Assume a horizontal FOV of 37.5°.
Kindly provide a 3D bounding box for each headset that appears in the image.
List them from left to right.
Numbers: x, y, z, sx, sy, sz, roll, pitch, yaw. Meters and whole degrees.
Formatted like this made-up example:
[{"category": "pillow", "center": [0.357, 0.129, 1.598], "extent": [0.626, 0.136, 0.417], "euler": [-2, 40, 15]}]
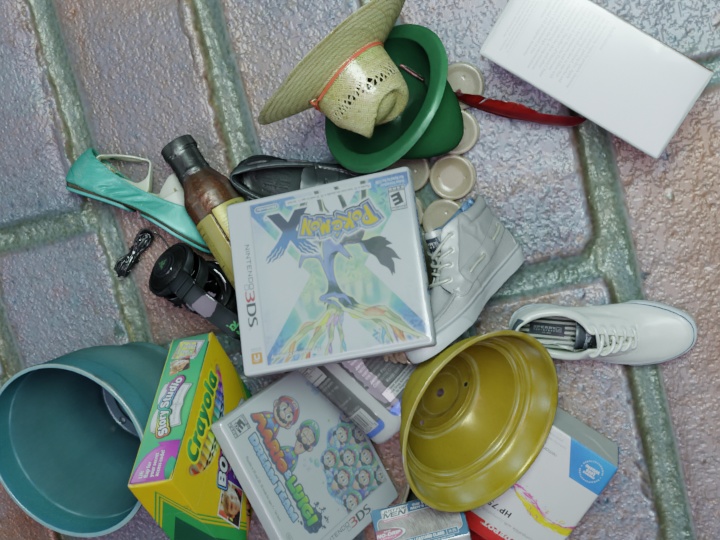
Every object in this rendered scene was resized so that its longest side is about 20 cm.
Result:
[{"category": "headset", "center": [-0.201, 0.022, 1.211], "extent": [0.200, 0.123, 0.094], "euler": [42, 93, 28]}]

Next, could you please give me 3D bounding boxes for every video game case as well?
[{"category": "video game case", "center": [-0.057, 0.216, 1.191], "extent": [0.024, 0.182, 0.200], "euler": [-22, 97, 44]}, {"category": "video game case", "center": [-0.033, 0.003, 1.070], "extent": [0.200, 0.022, 0.183], "euler": [-11, 77, 14]}]

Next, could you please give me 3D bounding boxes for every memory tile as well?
[{"category": "memory tile", "center": [0.054, -0.135, 1.166], "extent": [0.153, 0.017, 0.200], "euler": [8, 104, 11]}]

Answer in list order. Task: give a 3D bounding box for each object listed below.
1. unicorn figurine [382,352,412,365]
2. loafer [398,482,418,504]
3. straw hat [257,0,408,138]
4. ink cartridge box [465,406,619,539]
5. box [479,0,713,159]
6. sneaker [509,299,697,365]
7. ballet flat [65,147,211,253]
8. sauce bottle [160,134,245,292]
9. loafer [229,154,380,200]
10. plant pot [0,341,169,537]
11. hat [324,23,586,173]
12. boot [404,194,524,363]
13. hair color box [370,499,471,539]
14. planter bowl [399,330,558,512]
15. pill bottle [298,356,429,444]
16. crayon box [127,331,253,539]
[{"category": "unicorn figurine", "center": [0.000, 0.000, 1.124], "extent": [0.074, 0.137, 0.200], "euler": [-50, 47, 36]}, {"category": "loafer", "center": [0.083, 0.252, 1.222], "extent": [0.072, 0.063, 0.200], "euler": [25, 107, 8]}, {"category": "straw hat", "center": [-0.001, -0.176, 1.029], "extent": [0.201, 0.201, 0.085], "euler": [-42, 89, 18]}, {"category": "ink cartridge box", "center": [0.188, 0.255, 1.196], "extent": [0.116, 0.067, 0.200], "euler": [32, 108, 5]}, {"category": "box", "center": [0.232, -0.207, 1.051], "extent": [0.200, 0.124, 0.098], "euler": [32, 107, 4]}, {"category": "sneaker", "center": [0.258, 0.073, 1.136], "extent": [0.200, 0.071, 0.073], "euler": [-1, 102, 14]}, {"category": "ballet flat", "center": [-0.244, -0.089, 1.224], "extent": [0.200, 0.067, 0.071], "euler": [24, 93, 5]}, {"category": "sauce bottle", "center": [-0.153, -0.060, 1.183], "extent": [0.066, 0.066, 0.200], "euler": [-33, 83, 18]}, {"category": "loafer", "center": [-0.047, -0.085, 1.157], "extent": [0.200, 0.070, 0.068], "euler": [12, 106, 17]}, {"category": "plant pot", "center": [-0.288, 0.174, 1.223], "extent": [0.200, 0.188, 0.200], "euler": [5, 105, 17]}, {"category": "hat", "center": [0.088, -0.150, 1.133], "extent": [0.200, 0.176, 0.166], "euler": [32, 97, 50]}, {"category": "boot", "center": [0.089, 0.004, 1.104], "extent": [0.096, 0.200, 0.074], "euler": [53, 141, -11]}, {"category": "hair color box", "center": [0.081, 0.332, 1.180], "extent": [0.100, 0.061, 0.200], "euler": [-15, 134, 1]}, {"category": "planter bowl", "center": [0.103, 0.141, 1.099], "extent": [0.083, 0.200, 0.201], "euler": [30, 114, 51]}, {"category": "pill bottle", "center": [-0.014, 0.087, 1.181], "extent": [0.200, 0.114, 0.114], "euler": [44, 108, 1]}, {"category": "crayon box", "center": [-0.170, 0.200, 1.167], "extent": [0.058, 0.200, 0.173], "euler": [-9, 132, 16]}]
